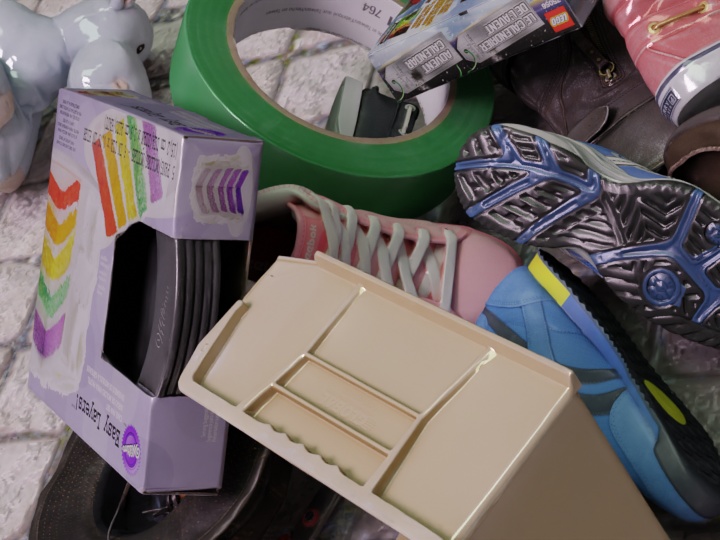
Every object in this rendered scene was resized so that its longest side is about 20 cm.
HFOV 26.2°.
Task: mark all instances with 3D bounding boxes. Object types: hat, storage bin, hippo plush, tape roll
[{"bbox_3d":[-0.095,0.119,0.891,0.200,0.081,0.201,-30,38,27],"label":"hat"},{"bbox_3d":[0.040,0.105,0.718,0.094,0.200,0.198,-49,42,-15],"label":"storage bin"},{"bbox_3d":[-0.242,-0.154,1.238,0.160,0.160,0.201,-6,59,-8],"label":"hippo plush"},{"bbox_3d":[-0.017,-0.118,0.962,0.048,0.199,0.201,115,161,-46],"label":"tape roll"}]

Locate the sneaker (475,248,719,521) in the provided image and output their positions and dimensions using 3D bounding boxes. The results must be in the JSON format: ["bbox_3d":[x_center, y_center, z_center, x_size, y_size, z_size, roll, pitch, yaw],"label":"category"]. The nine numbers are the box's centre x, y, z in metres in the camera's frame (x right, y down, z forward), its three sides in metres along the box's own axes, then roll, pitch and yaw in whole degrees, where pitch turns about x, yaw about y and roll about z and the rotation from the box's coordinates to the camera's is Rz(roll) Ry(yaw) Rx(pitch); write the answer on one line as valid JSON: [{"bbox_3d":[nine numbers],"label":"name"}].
[{"bbox_3d":[0.118,0.072,0.802,0.078,0.066,0.200,-46,39,11],"label":"sneaker"}]

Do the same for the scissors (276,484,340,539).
[{"bbox_3d":[-0.029,0.154,0.871,0.200,0.014,0.073,-46,39,-9],"label":"scissors"}]

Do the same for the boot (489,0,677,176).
[{"bbox_3d":[0.184,-0.123,0.934,0.200,0.069,0.174,-39,46,6],"label":"boot"}]

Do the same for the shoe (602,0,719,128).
[{"bbox_3d":[0.237,-0.161,0.868,0.199,0.072,0.091,-26,67,-7],"label":"shoe"}]

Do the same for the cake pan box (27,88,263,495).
[{"bbox_3d":[-0.119,0.005,0.834,0.200,0.052,0.185,27,113,57],"label":"cake pan box"}]

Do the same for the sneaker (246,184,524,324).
[{"bbox_3d":[0.000,0.000,0.861,0.199,0.105,0.076,7,81,-2],"label":"sneaker"}]

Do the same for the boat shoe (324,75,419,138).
[{"bbox_3d":[0.000,-0.037,0.978,0.060,0.076,0.201,15,60,-8],"label":"boat shoe"}]

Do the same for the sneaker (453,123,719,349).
[{"bbox_3d":[0.150,-0.026,0.829,0.199,0.077,0.076,33,112,19],"label":"sneaker"}]

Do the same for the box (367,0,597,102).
[{"bbox_3d":[0.101,-0.190,0.948,0.136,0.040,0.200,-19,27,40],"label":"box"}]

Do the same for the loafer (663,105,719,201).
[{"bbox_3d":[0.239,-0.036,0.793,0.199,0.073,0.071,10,61,39],"label":"loafer"}]
